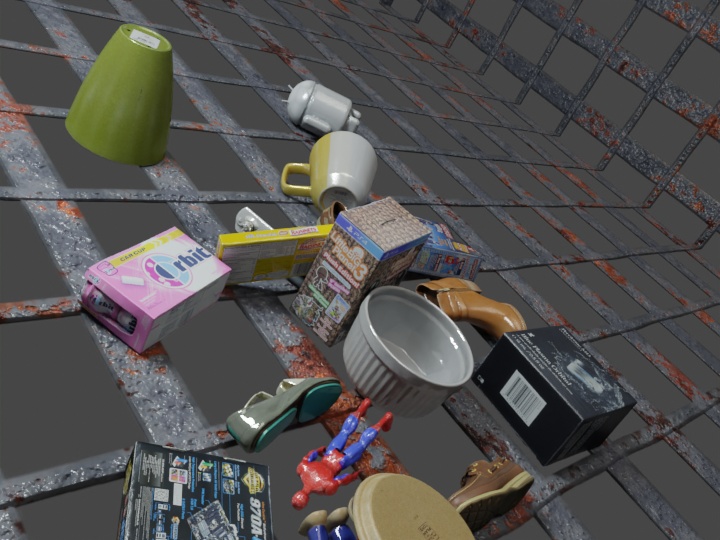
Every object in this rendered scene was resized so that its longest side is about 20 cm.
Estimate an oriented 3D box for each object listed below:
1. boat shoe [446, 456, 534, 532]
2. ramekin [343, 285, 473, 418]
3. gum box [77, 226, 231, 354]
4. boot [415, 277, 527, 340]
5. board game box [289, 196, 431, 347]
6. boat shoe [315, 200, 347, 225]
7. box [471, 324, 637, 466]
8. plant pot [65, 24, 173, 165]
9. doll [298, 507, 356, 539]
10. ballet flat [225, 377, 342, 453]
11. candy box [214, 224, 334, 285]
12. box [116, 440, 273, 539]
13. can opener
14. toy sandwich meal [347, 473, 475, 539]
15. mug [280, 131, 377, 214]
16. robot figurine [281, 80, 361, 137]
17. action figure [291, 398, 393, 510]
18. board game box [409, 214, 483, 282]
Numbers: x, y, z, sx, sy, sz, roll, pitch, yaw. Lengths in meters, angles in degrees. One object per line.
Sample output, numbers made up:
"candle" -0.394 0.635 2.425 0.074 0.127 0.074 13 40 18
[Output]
"boat shoe" 0.166 0.303 0.988 0.067 0.073 0.198 41 24 31
"ramekin" 0.067 0.131 1.107 0.198 0.106 0.202 25 32 -17
"gum box" -0.285 0.023 1.004 0.113 0.067 0.200 35 29 8
"boot" 0.207 0.083 1.366 0.153 0.075 0.199 1 28 -44
"board game box" 0.000 0.000 1.165 0.097 0.202 0.159 40 31 17
"boat shoe" -0.028 -0.059 1.365 0.075 0.072 0.201 5 37 -37
"box" 0.333 0.207 1.240 0.198 0.118 0.197 -1 41 -45
"plant pot" -0.413 -0.327 1.296 0.185 0.202 0.188 22 29 -13
"doll" 0.000 0.354 0.767 0.135 0.049 0.201 15 30 -49
"ballet flat" -0.098 0.173 0.946 0.063 0.068 0.199 33 28 22
"candy box" -0.133 -0.025 1.134 0.197 0.103 0.027 -7 52 -27
"box" -0.167 0.278 0.735 0.157 0.046 0.201 17 31 -23
"can opener" -0.141 -0.040 1.252 0.199 0.053 0.066 41 31 17
"toy sandwich meal" 0.063 0.325 0.826 0.203 0.071 0.206 31 23 -15
"mug" -0.056 -0.177 1.497 0.150 0.184 0.155 51 26 -32
"robot figurine" -0.098 -0.396 1.786 0.197 0.114 0.171 25 33 -10
"action figure" -0.027 0.241 0.923 0.065 0.052 0.199 33 33 17
"board game box" 0.145 -0.047 1.495 0.196 0.063 0.201 16 22 -10
